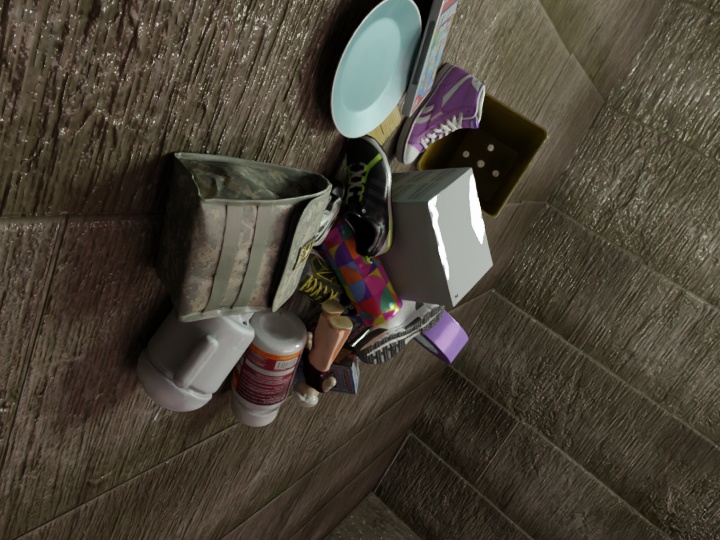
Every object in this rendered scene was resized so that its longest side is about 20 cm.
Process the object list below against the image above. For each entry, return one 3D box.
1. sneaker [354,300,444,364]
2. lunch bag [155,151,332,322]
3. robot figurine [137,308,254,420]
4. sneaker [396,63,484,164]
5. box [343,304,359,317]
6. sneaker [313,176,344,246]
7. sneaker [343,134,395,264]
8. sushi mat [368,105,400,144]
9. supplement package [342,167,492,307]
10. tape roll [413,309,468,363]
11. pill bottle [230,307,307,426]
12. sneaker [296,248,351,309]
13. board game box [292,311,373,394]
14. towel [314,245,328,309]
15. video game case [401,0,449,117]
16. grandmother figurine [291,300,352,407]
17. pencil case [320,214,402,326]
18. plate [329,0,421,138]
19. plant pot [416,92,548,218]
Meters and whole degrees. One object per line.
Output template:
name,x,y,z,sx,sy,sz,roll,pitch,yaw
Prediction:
sneaker,0.063,0.101,1.032,0.197,0.080,0.075,-29,143,-26
lunch bag,-0.130,-0.039,0.670,0.196,0.118,0.167,-5,130,-39
robot figurine,-0.222,0.104,0.747,0.202,0.112,0.169,-54,-168,-2
sneaker,0.152,-0.269,1.012,0.203,0.113,0.072,-57,160,9
box,-0.034,0.139,1.307,0.199,0.043,0.162,-38,153,-39
sneaker,-0.094,-0.055,0.845,0.199,0.073,0.090,-40,153,-33
sneaker,0.008,-0.113,0.871,0.082,0.070,0.205,-26,107,-50
sushi mat,0.020,-0.260,0.874,0.096,0.012,0.200,-52,158,-6
supplement package,0.103,-0.064,0.989,0.146,0.197,0.195,-37,119,-38
tape roll,0.133,0.108,1.173,0.066,0.199,0.200,-49,159,-7
pill bottle,-0.168,0.173,0.974,0.109,0.109,0.203,-26,145,-51
sneaker,-0.070,0.020,0.959,0.075,0.085,0.199,-45,153,16
board game box,-0.055,0.163,1.076,0.199,0.196,0.063,-34,123,-42
towel,-0.035,-0.018,1.092,0.146,0.030,0.202,-43,156,-28
video game case,0.117,-0.362,0.873,0.144,0.017,0.203,-59,169,-49
grandmother figurine,-0.070,0.160,0.959,0.059,0.122,0.203,9,121,-25
pencil case,0.000,0.000,0.957,0.087,0.203,0.089,-26,-166,7
plate,0.018,-0.286,0.779,0.200,0.025,0.202,-45,157,-25
plant pot,0.263,-0.245,1.198,0.203,0.198,0.176,-57,170,9
